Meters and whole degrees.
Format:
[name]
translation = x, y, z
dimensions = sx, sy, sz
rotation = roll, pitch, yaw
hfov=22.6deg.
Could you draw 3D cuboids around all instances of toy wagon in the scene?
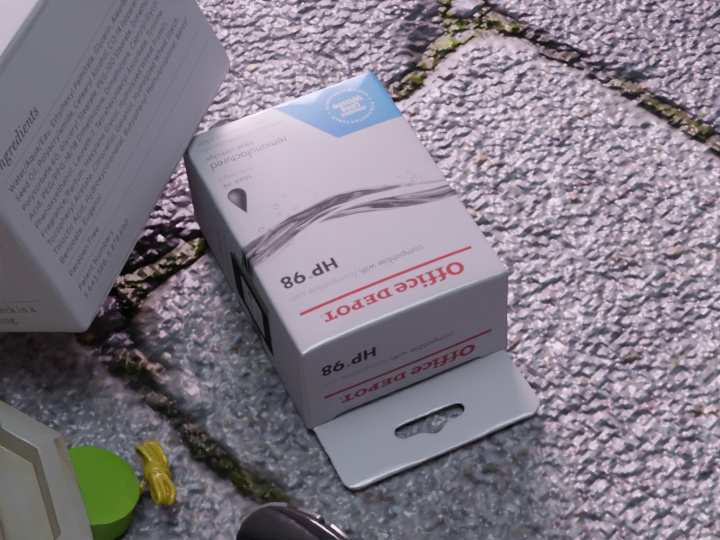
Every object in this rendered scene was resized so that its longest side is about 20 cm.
[toy wagon]
translation = -0.184, 0.114, 0.835
dimensions = 0.199, 0.040, 0.156
rotation = -3, 47, -26

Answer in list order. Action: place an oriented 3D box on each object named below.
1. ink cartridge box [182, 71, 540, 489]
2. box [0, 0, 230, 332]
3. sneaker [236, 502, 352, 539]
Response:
[ink cartridge box]
translation = 0.000, 0.000, 0.918
dimensions = 0.115, 0.067, 0.200
rotation = -21, 52, -14
[box]
translation = -0.205, -0.082, 0.919
dimensions = 0.198, 0.131, 0.201
rotation = -1, 47, 30
[sneaker]
translation = -0.005, 0.181, 0.765
dimensions = 0.079, 0.076, 0.200
rotation = -30, 55, -18
